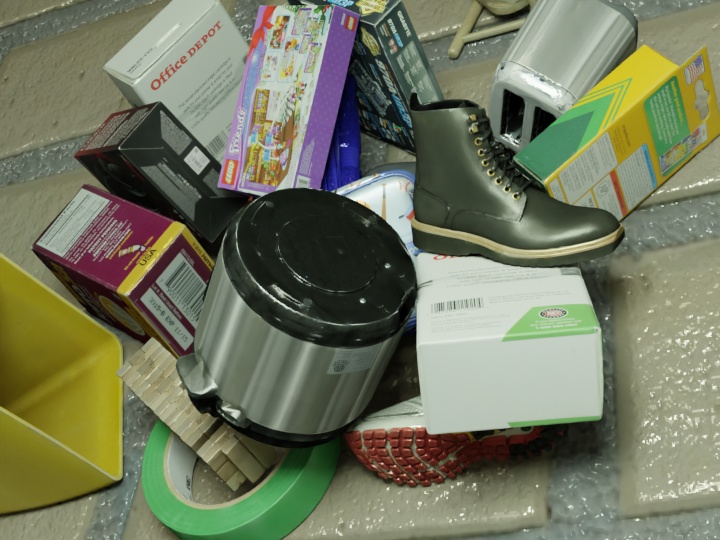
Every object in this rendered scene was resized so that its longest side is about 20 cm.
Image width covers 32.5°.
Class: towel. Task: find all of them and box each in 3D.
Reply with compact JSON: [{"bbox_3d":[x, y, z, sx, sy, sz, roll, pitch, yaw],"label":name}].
[{"bbox_3d":[-0.065,-0.110,1.323,0.146,0.049,0.202,-22,53,29],"label":"towel"}]

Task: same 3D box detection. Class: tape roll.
[{"bbox_3d":[-0.116,0.175,1.194,0.198,0.048,0.202,-18,45,18],"label":"tape roll"}]

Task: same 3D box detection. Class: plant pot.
[{"bbox_3d":[-0.382,0.141,1.301,0.175,0.200,0.202,-33,41,20],"label":"plant pot"}]

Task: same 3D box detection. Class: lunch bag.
[{"bbox_3d":[0.000,0.000,1.200,0.197,0.162,0.076,-21,0,3],"label":"lunch bag"}]

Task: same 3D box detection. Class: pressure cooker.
[{"bbox_3d":[-0.058,0.054,1.069,0.174,0.201,0.180,21,41,-1],"label":"pressure cooker"}]

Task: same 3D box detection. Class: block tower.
[{"bbox_3d":[-0.162,0.135,1.183,0.054,0.058,0.199,-45,42,-13],"label":"block tower"}]

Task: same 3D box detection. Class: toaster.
[{"bbox_3d":[0.198,-0.191,1.221,0.113,0.200,0.130,30,73,13],"label":"toaster"}]

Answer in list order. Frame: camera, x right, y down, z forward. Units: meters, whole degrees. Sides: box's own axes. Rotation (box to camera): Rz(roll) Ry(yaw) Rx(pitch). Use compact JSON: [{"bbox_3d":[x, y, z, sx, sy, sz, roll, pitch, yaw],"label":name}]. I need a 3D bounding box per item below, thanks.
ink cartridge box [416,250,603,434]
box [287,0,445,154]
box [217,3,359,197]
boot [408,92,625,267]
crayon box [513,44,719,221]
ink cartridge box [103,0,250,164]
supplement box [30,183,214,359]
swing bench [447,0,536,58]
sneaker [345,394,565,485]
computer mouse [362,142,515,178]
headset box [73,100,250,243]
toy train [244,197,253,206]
[{"bbox_3d":[0.121,0.050,1.046,0.144,0.086,0.200,-5,21,5],"label":"ink cartridge box"},{"bbox_3d":[0.015,-0.222,1.351,0.046,0.201,0.158,-44,43,-16],"label":"box"},{"bbox_3d":[-0.076,-0.173,1.278,0.136,0.039,0.203,14,91,50],"label":"box"},{"bbox_3d":[0.127,-0.083,1.073,0.197,0.140,0.077,4,22,26],"label":"boot"},{"bbox_3d":[0.247,-0.119,1.167,0.199,0.126,0.052,-40,49,-6],"label":"crayon box"},{"bbox_3d":[-0.188,-0.210,1.471,0.144,0.201,0.083,-46,44,-13],"label":"ink cartridge box"},{"bbox_3d":[-0.252,0.002,1.374,0.199,0.131,0.104,21,65,43],"label":"supplement box"},{"bbox_3d":[0.136,-0.398,1.435,0.128,0.200,0.202,-10,48,24],"label":"swing bench"},{"bbox_3d":[0.083,0.133,1.097,0.197,0.078,0.083,-12,39,13],"label":"sneaker"},{"bbox_3d":[0.062,-0.083,1.309,0.197,0.053,0.140,-4,52,30],"label":"computer mouse"},{"bbox_3d":[-0.234,-0.109,1.414,0.077,0.149,0.199,-51,24,-18],"label":"headset box"},{"bbox_3d":[-0.089,-0.120,1.427,0.149,0.056,0.201,-30,42,14],"label":"toy train"}]
